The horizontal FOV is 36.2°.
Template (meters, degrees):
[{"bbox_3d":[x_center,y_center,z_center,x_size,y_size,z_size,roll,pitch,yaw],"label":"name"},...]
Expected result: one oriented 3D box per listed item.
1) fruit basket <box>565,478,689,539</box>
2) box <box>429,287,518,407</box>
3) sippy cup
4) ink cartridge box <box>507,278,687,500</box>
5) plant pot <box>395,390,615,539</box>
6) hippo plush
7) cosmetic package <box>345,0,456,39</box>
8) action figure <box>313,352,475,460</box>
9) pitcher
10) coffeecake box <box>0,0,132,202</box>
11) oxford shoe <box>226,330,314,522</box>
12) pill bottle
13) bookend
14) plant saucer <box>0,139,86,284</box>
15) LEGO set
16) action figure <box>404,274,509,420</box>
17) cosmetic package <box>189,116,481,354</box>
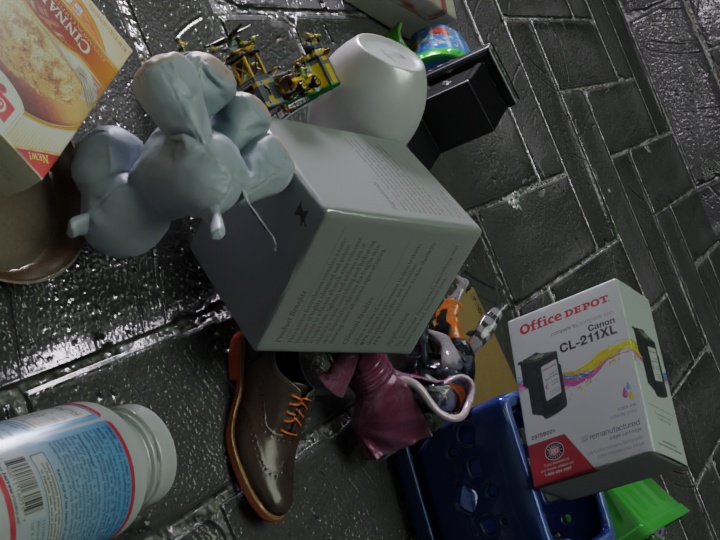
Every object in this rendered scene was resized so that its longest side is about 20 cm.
[{"bbox_3d":[0.414,0.423,1.645,0.216,0.155,0.216,38,27,-23],"label":"fruit basket"},{"bbox_3d":[0.163,0.137,1.533,0.163,0.021,0.200,-32,99,-60],"label":"box"},{"bbox_3d":[0.117,-0.299,1.656,0.130,0.139,0.178,-91,169,-50],"label":"sippy cup"},{"bbox_3d":[0.251,0.130,1.197,0.083,0.146,0.200,26,48,-45],"label":"ink cartridge box"},{"bbox_3d":[0.162,0.257,1.293,0.200,0.180,0.200,1,70,-57],"label":"plant pot"},{"bbox_3d":[-0.160,-0.074,0.953,0.159,0.161,0.200,9,56,-58],"label":"hippo plush"},{"bbox_3d":[0.053,-0.437,1.673,0.200,0.087,0.104,14,58,-55],"label":"cosmetic package"},{"bbox_3d":[0.010,0.114,1.180,0.200,0.149,0.134,57,34,-29],"label":"action figure"},{"bbox_3d":[-0.024,-0.169,1.223,0.172,0.200,0.121,41,32,23],"label":"pitcher"},{"bbox_3d":[-0.291,-0.173,0.889,0.154,0.073,0.200,52,33,-28],"label":"coffeecake box"},{"bbox_3d":[-0.084,0.142,1.076,0.071,0.072,0.200,23,52,-52],"label":"oxford shoe"},{"bbox_3d":[-0.228,0.156,0.797,0.200,0.109,0.109,-9,79,-60],"label":"pill bottle"},{"bbox_3d":[0.084,-0.191,1.446,0.092,0.198,0.200,60,31,-18],"label":"bookend"},{"bbox_3d":[-0.307,-0.079,0.903,0.200,0.032,0.201,36,43,-43],"label":"plant saucer"},{"bbox_3d":[-0.130,-0.203,1.138,0.154,0.200,0.116,-28,93,-40],"label":"LEGO set"},{"bbox_3d":[0.108,0.088,1.325,0.194,0.104,0.200,-67,155,-43],"label":"action figure"},{"bbox_3d":[-0.026,-0.031,1.093,0.200,0.168,0.166,6,35,-40],"label":"cosmetic package"}]
